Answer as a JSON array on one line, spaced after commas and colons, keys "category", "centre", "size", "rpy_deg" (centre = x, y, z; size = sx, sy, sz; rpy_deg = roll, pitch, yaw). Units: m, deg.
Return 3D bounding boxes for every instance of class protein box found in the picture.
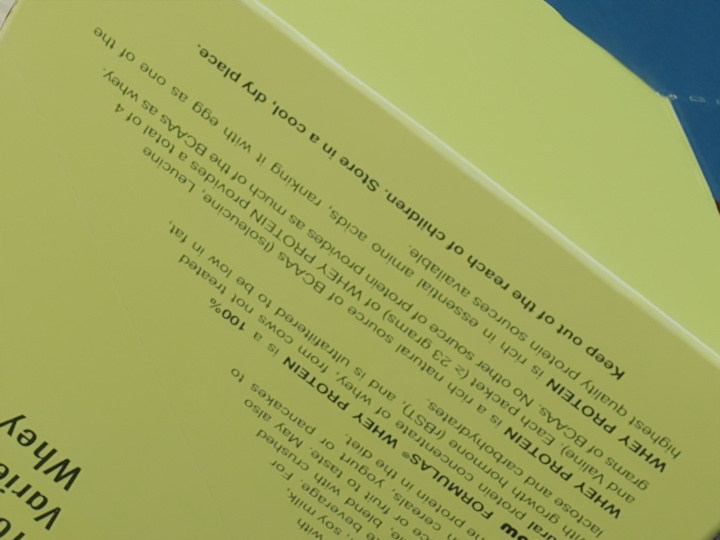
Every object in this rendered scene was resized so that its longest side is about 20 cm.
[{"category": "protein box", "centre": [0.000, 0.000, 0.665], "size": [0.199, 0.200, 0.135], "rpy_deg": [37, 41, 0]}]
